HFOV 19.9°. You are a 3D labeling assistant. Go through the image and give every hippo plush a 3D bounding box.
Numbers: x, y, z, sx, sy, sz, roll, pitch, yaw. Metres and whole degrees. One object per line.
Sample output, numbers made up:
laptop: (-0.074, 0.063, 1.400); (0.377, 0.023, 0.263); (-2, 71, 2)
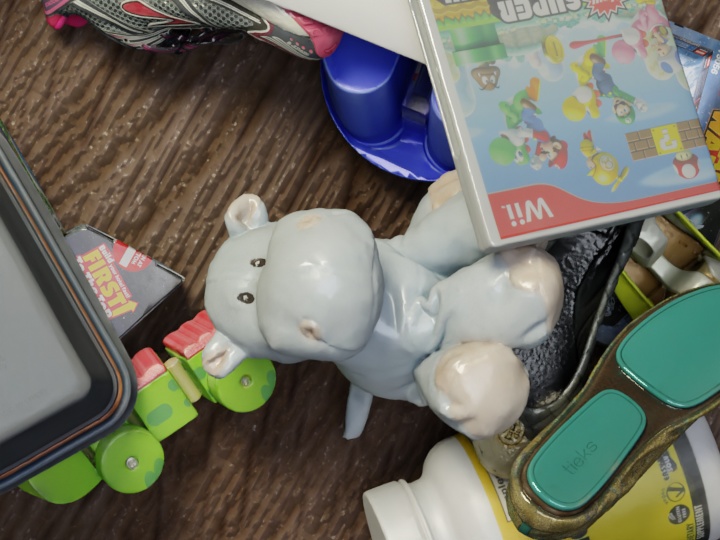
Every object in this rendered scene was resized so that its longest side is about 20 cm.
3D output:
hippo plush: (0.000, 0.000, 1.131); (0.161, 0.200, 0.159); (21, 77, -28)

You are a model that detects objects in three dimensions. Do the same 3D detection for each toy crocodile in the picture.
toy crocodile: (-0.115, 0.069, 1.190); (0.200, 0.068, 0.062); (-36, 116, -13)

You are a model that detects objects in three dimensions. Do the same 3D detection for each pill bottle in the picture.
pill bottle: (0.108, 0.139, 1.217); (0.200, 0.112, 0.112); (-19, 96, -7)

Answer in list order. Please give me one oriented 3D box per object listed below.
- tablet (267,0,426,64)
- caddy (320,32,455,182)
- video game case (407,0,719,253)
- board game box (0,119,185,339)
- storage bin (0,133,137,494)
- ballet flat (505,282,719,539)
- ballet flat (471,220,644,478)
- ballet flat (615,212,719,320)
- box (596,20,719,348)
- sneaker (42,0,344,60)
tablet: (0.012, -0.188, 1.105); (0.200, 0.014, 0.130); (20, 80, -18)
caddy: (0.056, -0.152, 1.199); (0.141, 0.105, 0.200); (20, 81, 8)
video game case: (0.103, -0.119, 1.100); (0.143, 0.017, 0.200); (-12, 81, -21)
board game box: (-0.214, 0.007, 1.185); (0.200, 0.062, 0.200); (-28, 97, -8)
storage bin: (-0.219, 0.019, 1.076); (0.146, 0.134, 0.200); (-29, 89, -7)
ballet flat: (0.151, 0.080, 1.144); (0.200, 0.071, 0.071); (-41, 99, -27)
ballet flat: (0.106, 0.022, 1.147); (0.066, 0.057, 0.200); (20, 96, 6)
ballet flat: (0.177, -0.006, 1.203); (0.067, 0.067, 0.200); (-44, 99, -6)
box: (0.157, -0.056, 1.252); (0.137, 0.040, 0.200); (21, 89, -9)
sneaker: (-0.095, -0.154, 1.161); (0.200, 0.081, 0.075); (21, 108, 30)
